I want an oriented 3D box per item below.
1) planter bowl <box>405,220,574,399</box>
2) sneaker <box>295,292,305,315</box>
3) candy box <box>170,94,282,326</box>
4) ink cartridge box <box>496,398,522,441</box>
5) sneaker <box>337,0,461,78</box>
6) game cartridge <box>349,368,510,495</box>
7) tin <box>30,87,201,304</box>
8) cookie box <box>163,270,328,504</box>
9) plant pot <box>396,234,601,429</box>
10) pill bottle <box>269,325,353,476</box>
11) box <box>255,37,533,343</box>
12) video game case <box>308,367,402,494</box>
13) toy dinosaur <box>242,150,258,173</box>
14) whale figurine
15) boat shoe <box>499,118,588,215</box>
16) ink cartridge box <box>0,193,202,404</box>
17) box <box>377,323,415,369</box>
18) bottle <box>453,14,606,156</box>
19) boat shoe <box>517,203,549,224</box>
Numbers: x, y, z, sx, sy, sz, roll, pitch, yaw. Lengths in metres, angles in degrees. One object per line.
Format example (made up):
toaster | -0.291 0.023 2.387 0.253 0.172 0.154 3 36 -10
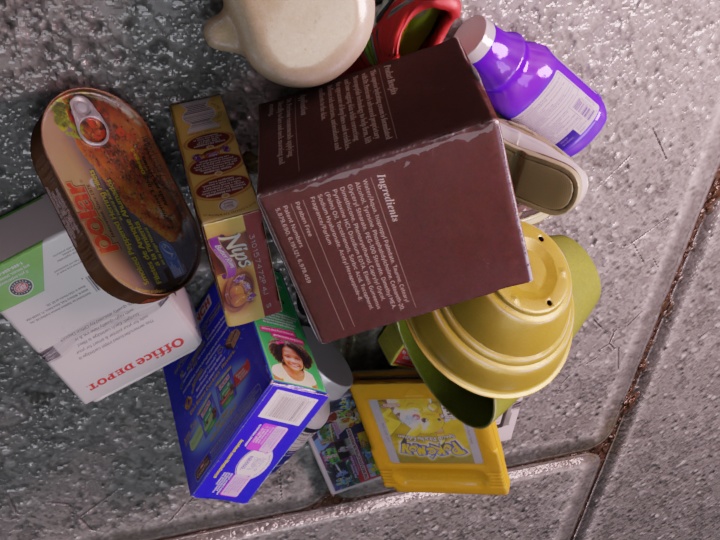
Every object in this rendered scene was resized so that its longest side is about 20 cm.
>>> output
planter bowl | 0.143 0.014 0.844 0.197 0.204 0.084 0 156 -23
sneaker | 0.000 0.000 0.949 0.085 0.199 0.082 -14 94 -29
candy box | -0.127 -0.061 0.804 0.056 0.201 0.118 -16 131 -11
ink cartridge box | 0.158 0.147 1.149 0.067 0.117 0.202 -7 130 -18
sneaker | 0.024 -0.196 0.836 0.076 0.085 0.201 18 120 -33
game cartridge | 0.090 0.210 1.116 0.173 0.033 0.202 -4 122 22
tin | -0.220 -0.066 0.782 0.042 0.202 0.111 -27 179 39
cookie box | -0.132 0.115 0.943 0.074 0.201 0.172 20 118 -35
plant pot | 0.167 0.043 0.980 0.198 0.187 0.189 -29 135 -20
pill bottle | -0.108 0.168 1.053 0.200 0.116 0.115 -45 130 14
box | 0.026 -0.070 0.764 0.197 0.167 0.166 -16 125 6
video game case | 0.019 0.220 1.201 0.179 0.023 0.202 -18 132 -1
toy dinosaur | -0.030 -0.102 0.861 0.197 0.059 0.101 -12 140 20
whale figurine | -0.077 -0.256 0.756 0.159 0.104 0.200 -44 106 10
boat shoe | 0.143 -0.120 0.908 0.068 0.199 0.076 -27 146 -58
ink cartridge box | -0.272 0.020 0.885 0.144 0.084 0.201 -26 131 -1
box | 0.103 0.034 1.079 0.074 0.050 0.201 16 119 -33
bottle | 0.176 -0.195 0.917 0.198 0.066 0.084 27 118 -36
boat shoe | 0.157 -0.084 0.968 0.199 0.072 0.067 -25 134 -28
